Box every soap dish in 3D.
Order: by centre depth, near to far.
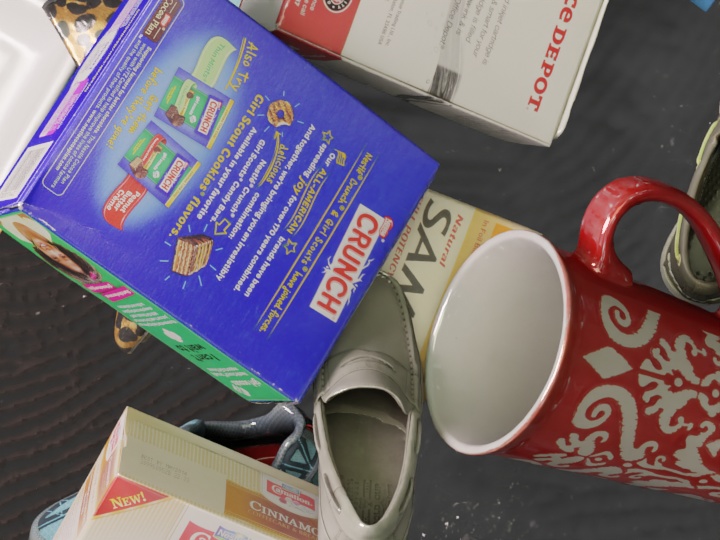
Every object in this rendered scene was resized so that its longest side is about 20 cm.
[{"bbox_3d":[-0.274,-0.133,1.342,0.200,0.081,0.158,29,88,3],"label":"soap dish"}]

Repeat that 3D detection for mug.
[{"bbox_3d":[0.168,0.054,1.247,0.200,0.178,0.134,19,42,-30],"label":"mug"}]

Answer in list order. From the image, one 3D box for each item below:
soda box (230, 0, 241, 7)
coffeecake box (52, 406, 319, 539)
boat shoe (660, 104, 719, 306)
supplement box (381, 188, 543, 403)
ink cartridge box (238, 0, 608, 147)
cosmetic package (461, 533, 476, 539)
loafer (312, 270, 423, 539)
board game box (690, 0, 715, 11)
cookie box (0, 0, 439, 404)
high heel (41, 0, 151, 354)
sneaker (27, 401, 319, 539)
[{"bbox_3d":[-0.104,-0.139,1.344,0.064,0.068,0.200,39,88,2],"label":"soda box"},{"bbox_3d":[-0.114,0.201,1.261,0.153,0.073,0.200,24,116,-14],"label":"coffeecake box"},{"bbox_3d":[0.250,-0.072,1.333,0.072,0.060,0.202,24,88,3],"label":"boat shoe"},{"bbox_3d":[0.000,0.000,1.330,0.199,0.074,0.126,21,88,2],"label":"supplement box"},{"bbox_3d":[0.043,-0.177,1.298,0.200,0.083,0.147,21,87,-24],"label":"ink cartridge box"},{"bbox_3d":[0.051,0.272,1.308,0.107,0.090,0.200,37,85,4],"label":"cosmetic package"},{"bbox_3d":[0.006,0.078,1.220,0.070,0.070,0.201,3,56,-7],"label":"loafer"},{"bbox_3d":[0.172,-0.231,1.276,0.153,0.200,0.040,36,89,4],"label":"board game box"},{"bbox_3d":[-0.083,-0.046,1.213,0.200,0.075,0.171,37,74,-20],"label":"cookie box"},{"bbox_3d":[-0.151,-0.062,1.265,0.142,0.071,0.201,22,89,-17],"label":"high heel"},{"bbox_3d":[-0.114,0.128,1.307,0.199,0.096,0.079,-18,48,-5],"label":"sneaker"}]
